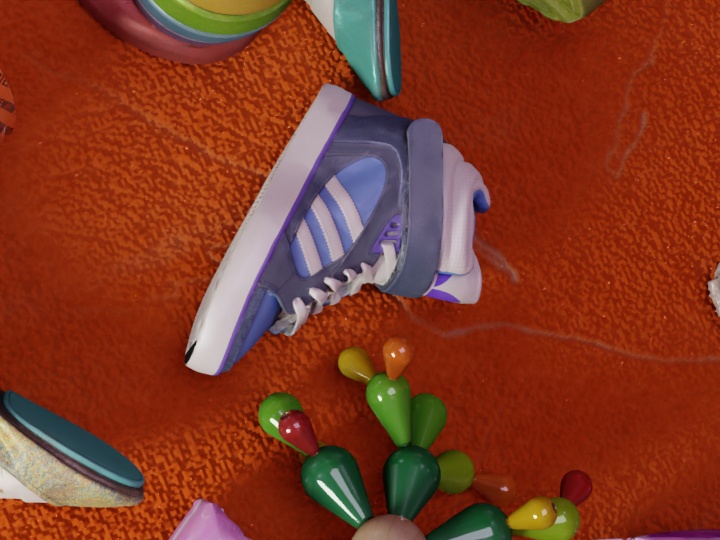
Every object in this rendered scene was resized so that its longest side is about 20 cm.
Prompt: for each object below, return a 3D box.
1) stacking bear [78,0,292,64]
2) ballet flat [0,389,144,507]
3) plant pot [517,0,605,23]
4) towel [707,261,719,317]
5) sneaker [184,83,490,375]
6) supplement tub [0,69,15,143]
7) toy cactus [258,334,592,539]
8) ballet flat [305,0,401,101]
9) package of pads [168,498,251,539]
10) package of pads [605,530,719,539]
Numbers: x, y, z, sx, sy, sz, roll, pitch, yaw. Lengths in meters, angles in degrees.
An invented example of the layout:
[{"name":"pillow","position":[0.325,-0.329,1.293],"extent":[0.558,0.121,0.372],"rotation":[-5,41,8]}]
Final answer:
[{"name":"stacking bear","position":[-0.076,-0.193,1.057],"extent":[0.114,0.200,0.121],"rotation":[46,71,-5]},{"name":"ballet flat","position":[-0.214,0.086,1.045],"extent":[0.200,0.071,0.071],"rotation":[36,72,-10]},{"name":"plant pot","position":[0.147,-0.261,1.164],"extent":[0.200,0.200,0.190],"rotation":[42,85,-7]},{"name":"towel","position":[0.315,0.065,1.227],"extent":[0.132,0.034,0.201],"rotation":[-23,89,-18]},{"name":"sneaker","position":[0.000,0.000,1.112],"extent":[0.146,0.081,0.201],"rotation":[30,68,-7]},{"name":"supplement tub","position":[-0.284,-0.051,0.998],"extent":[0.123,0.122,0.200],"rotation":[47,58,-5]},{"name":"toy cactus","position":[0.031,0.130,1.076],"extent":[0.199,0.102,0.166],"rotation":[27,47,-7]},{"name":"ballet flat","position":[-0.007,-0.199,1.161],"extent":[0.070,0.067,0.202],"rotation":[1,80,7]},{"name":"package of pads","position":[-0.096,0.240,1.044],"extent":[0.120,0.076,0.201],"rotation":[37,72,-7]},{"name":"package of pads","position":[0.195,0.257,1.126],"extent":[0.120,0.076,0.202],"rotation":[2,80,-19]}]
